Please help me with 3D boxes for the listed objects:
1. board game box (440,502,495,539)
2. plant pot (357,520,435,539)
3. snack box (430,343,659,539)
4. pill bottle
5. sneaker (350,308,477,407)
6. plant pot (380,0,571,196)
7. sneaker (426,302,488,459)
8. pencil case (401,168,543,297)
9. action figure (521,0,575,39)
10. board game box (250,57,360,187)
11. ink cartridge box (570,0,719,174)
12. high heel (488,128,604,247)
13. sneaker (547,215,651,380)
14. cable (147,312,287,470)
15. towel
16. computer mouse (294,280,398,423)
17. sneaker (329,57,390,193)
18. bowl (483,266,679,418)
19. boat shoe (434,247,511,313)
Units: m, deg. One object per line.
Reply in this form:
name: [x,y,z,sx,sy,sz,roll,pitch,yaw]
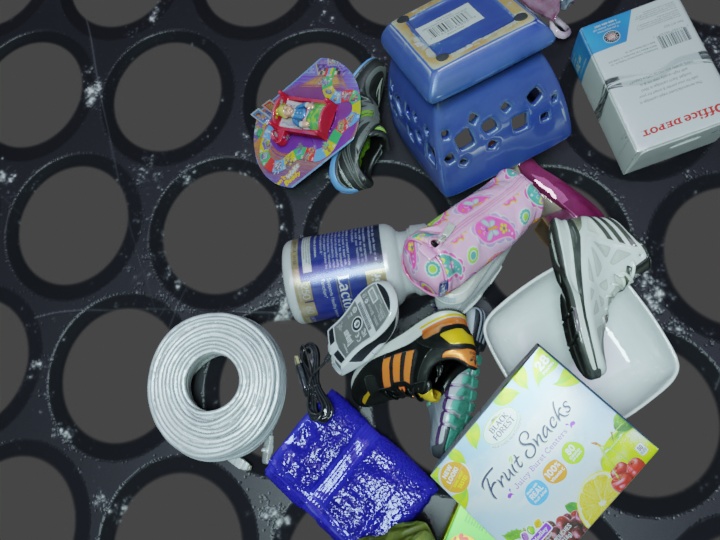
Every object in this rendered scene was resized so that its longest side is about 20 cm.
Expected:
board game box: [0.175,0.302,0.789,0.100,0.048,0.203,24,80,13]
plant pot: [0.049,0.396,0.695,0.197,0.200,0.187,-23,80,1]
snack box: [0.207,0.217,0.726,0.168,0.068,0.201,41,96,13]
pill bottle: [0.000,0.000,0.851,0.196,0.116,0.118,-11,75,5]
sneaker: [0.063,0.135,0.789,0.200,0.069,0.091,-41,44,26]
plant pot: [0.142,-0.253,0.828,0.197,0.181,0.202,-26,49,0]
sneaker: [0.111,0.144,0.837,0.086,0.074,0.203,8,74,33]
pencil case: [0.140,-0.049,0.776,0.199,0.088,0.088,-34,73,-26]
action figure: [0.237,-0.444,0.956,0.197,0.134,0.151,10,120,22]
board game box: [-0.092,-0.223,0.916,0.199,0.039,0.160,-34,63,22]
ink cartridge box: [0.405,-0.260,0.876,0.144,0.086,0.203,-18,76,3]
high heel: [0.258,-0.127,0.887,0.095,0.068,0.202,-20,74,-20]
sneaker: [0.300,0.024,0.751,0.113,0.076,0.204,-7,72,7]
cable: [-0.199,0.159,0.862,0.196,0.069,0.204,12,78,10]
towel: [-0.015,0.274,0.820,0.199,0.050,0.148,38,85,14]
computer mouse: [-0.010,0.097,0.802,0.200,0.043,0.111,-46,46,25]
sneaker: [0.013,-0.210,0.915,0.082,0.070,0.204,7,82,34]
bowl: [0.277,0.102,0.811,0.198,0.075,0.202,-32,75,0]
boat shoe: [0.161,-0.011,0.846,0.071,0.069,0.201,19,50,22]
